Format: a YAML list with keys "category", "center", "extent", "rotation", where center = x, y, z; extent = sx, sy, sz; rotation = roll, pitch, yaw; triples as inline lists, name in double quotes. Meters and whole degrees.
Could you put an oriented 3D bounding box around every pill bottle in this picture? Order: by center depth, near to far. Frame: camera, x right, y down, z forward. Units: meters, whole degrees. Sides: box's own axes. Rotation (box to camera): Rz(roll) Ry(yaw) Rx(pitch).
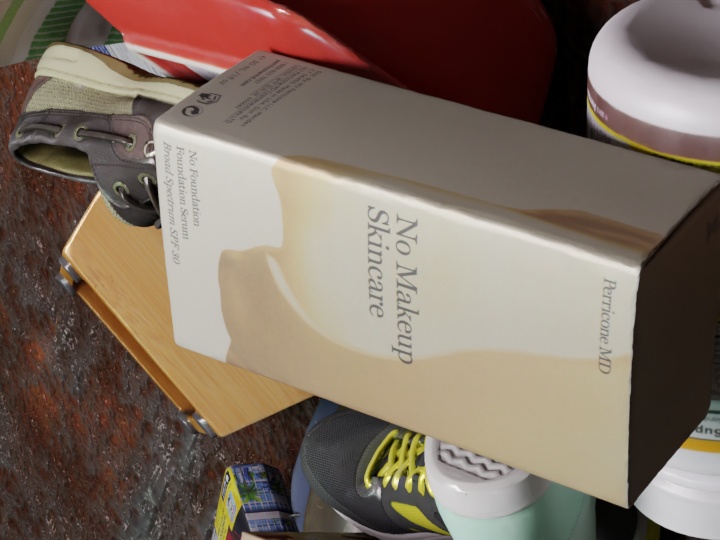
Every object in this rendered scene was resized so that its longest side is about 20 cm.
- category: "pill bottle"
  center: [0.140, 0.001, 0.752]
  extent: [0.109, 0.109, 0.201]
  rotation: [32, 136, 44]

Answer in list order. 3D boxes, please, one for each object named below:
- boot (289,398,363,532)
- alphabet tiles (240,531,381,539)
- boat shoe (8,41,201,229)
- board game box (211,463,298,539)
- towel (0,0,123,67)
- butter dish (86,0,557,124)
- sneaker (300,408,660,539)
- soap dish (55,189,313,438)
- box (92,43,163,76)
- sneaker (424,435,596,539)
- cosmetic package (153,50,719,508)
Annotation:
- category: "boot"
  center: [0.005, 0.157, 1.099]
  extent: [0.097, 0.074, 0.201]
  rotation: [32, 115, 58]
- category: "alphabet tiles"
  center: [0.048, 0.151, 0.924]
  extent: [0.199, 0.167, 0.008]
  rotation: [13, 92, 38]
- category: "boat shoe"
  center: [-0.089, -0.049, 0.877]
  extent: [0.200, 0.066, 0.072]
  rotation: [23, 172, 45]
- category: "board game box"
  center: [-0.043, 0.255, 1.203]
  extent: [0.201, 0.061, 0.201]
  rotation: [105, 151, -45]
- category: "towel"
  center: [-0.110, -0.150, 0.924]
  extent: [0.023, 0.199, 0.153]
  rotation: [53, 131, 14]
- category: "butter dish"
  center: [0.004, -0.123, 0.864]
  extent: [0.199, 0.148, 0.200]
  rotation: [32, 173, -38]
- category: "sneaker"
  center: [0.048, 0.095, 0.953]
  extent: [0.199, 0.075, 0.085]
  rotation: [9, 159, 34]
- category: "soap dish"
  center: [-0.097, 0.020, 1.084]
  extent: [0.158, 0.081, 0.200]
  rotation: [49, 171, -3]
- category: "box"
  center: [-0.108, -0.139, 1.122]
  extent: [0.121, 0.032, 0.200]
  rotation: [55, 148, 18]
- category: "sneaker"
  center: [0.074, 0.068, 0.848]
  extent: [0.073, 0.201, 0.119]
  rotation: [2, 128, 19]
- category: "cosmetic package"
  center: [0.026, -0.001, 0.711]
  extent: [0.199, 0.071, 0.106]
  rotation: [17, 127, 29]
